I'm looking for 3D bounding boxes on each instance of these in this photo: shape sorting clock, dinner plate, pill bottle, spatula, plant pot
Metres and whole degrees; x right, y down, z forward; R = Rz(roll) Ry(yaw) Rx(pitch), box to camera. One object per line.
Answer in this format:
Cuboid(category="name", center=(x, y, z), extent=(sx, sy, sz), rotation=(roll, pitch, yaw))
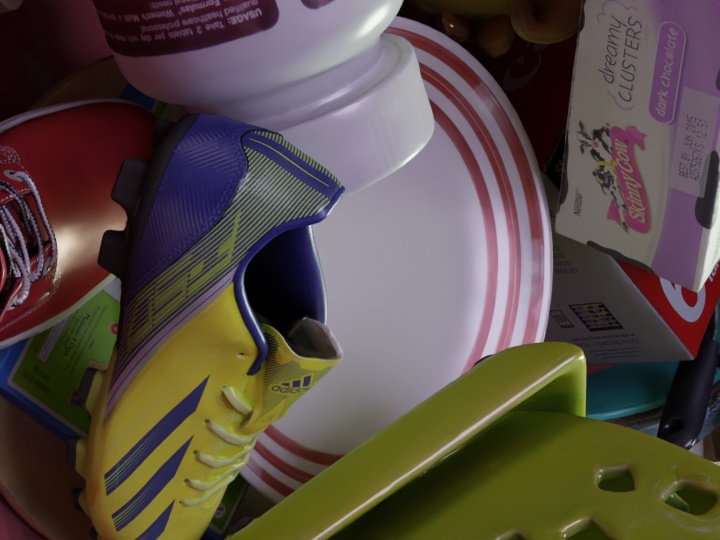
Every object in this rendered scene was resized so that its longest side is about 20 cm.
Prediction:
Cuboid(category="shape sorting clock", center=(-0.075, 0.014, 1.003), extent=(0.199, 0.039, 0.201), rotation=(-1, 92, -40))
Cuboid(category="dinner plate", center=(0.000, 0.000, 1.025), extent=(0.199, 0.024, 0.201), rotation=(-3, 95, -40))
Cuboid(category="pill bottle", center=(-0.047, -0.126, 0.896), extent=(0.110, 0.109, 0.201), rotation=(-40, 120, -42))
Cuboid(category="spatula", center=(0.157, 0.021, 1.200), extent=(0.021, 0.056, 0.200), rotation=(59, 28, -28))
Cuboid(category="plant pot", center=(0.056, 0.159, 0.971), extent=(0.199, 0.181, 0.200), rotation=(-34, 149, -20))

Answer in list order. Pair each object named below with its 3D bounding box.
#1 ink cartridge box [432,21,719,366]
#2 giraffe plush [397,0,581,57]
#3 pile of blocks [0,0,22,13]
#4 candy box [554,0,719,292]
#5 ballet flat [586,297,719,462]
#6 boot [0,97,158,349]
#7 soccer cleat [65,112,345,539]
Cuboid(category="ink cartridge box", center=(0.109, -0.088, 1.185), extent=(0.176, 0.084, 0.201), rotation=(47, 54, -33))
Cuboid(category="giraffe plush", center=(0.045, -0.177, 1.080), extent=(0.200, 0.172, 0.163), rotation=(33, 73, -21))
Cuboid(category="pile of blocks", center=(-0.153, -0.107, 0.917), extent=(0.082, 0.062, 0.200), rotation=(55, 49, -28))
Cuboid(category="candy box", center=(0.160, -0.120, 1.072), extent=(0.200, 0.071, 0.168), rotation=(-52, 157, -35))
Cuboid(category="ballet flat", center=(0.156, 0.066, 1.232), extent=(0.200, 0.074, 0.075), rotation=(-25, 104, -44))
Cuboid(category="boot", center=(-0.115, -0.008, 0.860), extent=(0.200, 0.144, 0.073), rotation=(-32, 99, -34))
Cuboid(category="soccer cleat", center=(-0.050, 0.037, 0.901), extent=(0.065, 0.083, 0.201), rotation=(-58, 164, -50))
